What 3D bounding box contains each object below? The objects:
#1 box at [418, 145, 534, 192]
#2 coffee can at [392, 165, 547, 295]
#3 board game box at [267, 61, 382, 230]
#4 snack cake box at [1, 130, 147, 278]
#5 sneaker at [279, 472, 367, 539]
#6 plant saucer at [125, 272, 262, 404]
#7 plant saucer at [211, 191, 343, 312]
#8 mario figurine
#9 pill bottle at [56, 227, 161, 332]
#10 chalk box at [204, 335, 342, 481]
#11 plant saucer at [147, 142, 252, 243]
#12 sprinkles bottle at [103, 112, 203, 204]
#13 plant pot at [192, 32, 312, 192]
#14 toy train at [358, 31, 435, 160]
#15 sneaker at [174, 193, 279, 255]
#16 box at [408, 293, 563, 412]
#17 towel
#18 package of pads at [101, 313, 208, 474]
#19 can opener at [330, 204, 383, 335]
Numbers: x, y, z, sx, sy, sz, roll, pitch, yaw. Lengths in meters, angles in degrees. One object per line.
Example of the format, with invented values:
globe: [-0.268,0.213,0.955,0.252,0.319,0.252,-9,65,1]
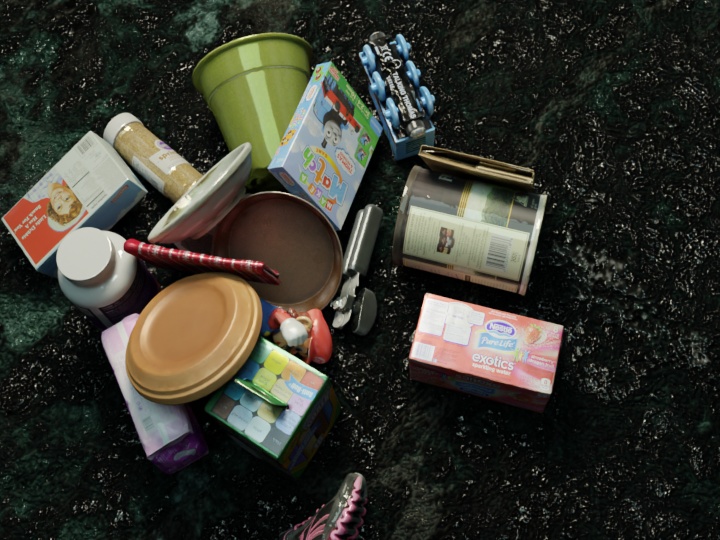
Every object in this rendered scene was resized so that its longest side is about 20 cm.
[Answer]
box: [0.175,-0.144,1.261,0.160,0.200,0.022,15,93,11]
coffee can: [0.158,-0.058,1.249,0.196,0.147,0.149,14,68,10]
board game box: [-0.048,-0.186,1.299,0.036,0.151,0.203,-1,56,40]
snack cake box: [-0.444,-0.101,1.338,0.200,0.067,0.115,-43,72,1]
sneaker: [-0.061,0.352,1.134,0.094,0.079,0.202,19,68,25]
plant saucer: [-0.223,0.078,1.117,0.196,0.038,0.203,-14,46,15]
plant saucer: [-0.119,-0.022,1.262,0.196,0.204,0.035,5,23,7]
mario figurine: [-0.134,0.088,1.222,0.197,0.124,0.107,25,108,-6]
pill bottle: [-0.358,0.018,1.229,0.110,0.201,0.115,-2,66,4]
chalk box: [-0.114,0.177,1.138,0.123,0.201,0.125,29,71,16]
plant saucer: [-0.217,-0.098,1.232,0.050,0.199,0.201,46,74,-17]
sprinkles bottle: [-0.326,-0.172,1.383,0.199,0.068,0.068,39,74,19]
plant pot: [-0.147,-0.231,1.344,0.196,0.200,0.194,-15,78,-2]
toy train: [0.057,-0.281,1.372,0.085,0.115,0.203,-18,66,-7]
sneaker: [-0.199,-0.073,1.336,0.196,0.079,0.100,-4,37,14]
box: [0.172,0.115,1.199,0.196,0.095,0.104,12,68,10]
towel: [-0.216,-0.011,1.197,0.196,0.145,0.023,8,83,6]
package of pads: [-0.287,0.172,1.200,0.075,0.121,0.202,-26,66,-7]
can opener: [0.000,0.000,1.297,0.066,0.052,0.204,21,67,-24]
